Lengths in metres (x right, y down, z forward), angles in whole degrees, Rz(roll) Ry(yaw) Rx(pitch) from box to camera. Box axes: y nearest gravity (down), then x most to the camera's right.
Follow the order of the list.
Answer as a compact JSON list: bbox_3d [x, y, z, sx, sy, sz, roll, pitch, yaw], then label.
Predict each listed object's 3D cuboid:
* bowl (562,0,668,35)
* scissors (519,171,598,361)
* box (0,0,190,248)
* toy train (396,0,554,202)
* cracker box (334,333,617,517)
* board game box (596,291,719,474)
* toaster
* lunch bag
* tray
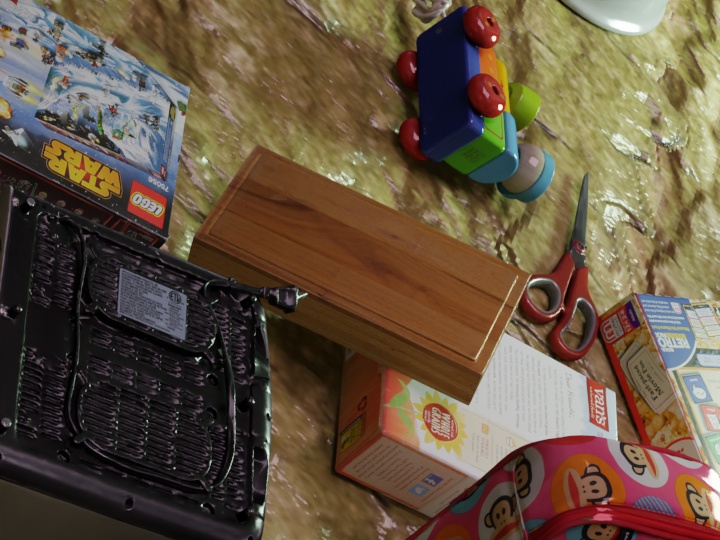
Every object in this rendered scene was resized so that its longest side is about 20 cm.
[{"bbox_3d":[0.228,-0.316,1.756,0.201,0.090,0.202,25,45,-28],"label":"bowl"},{"bbox_3d":[0.169,-0.004,1.511,0.073,0.014,0.200,42,38,-6],"label":"scissors"},{"bbox_3d":[-0.203,-0.101,1.205,0.200,0.040,0.137,29,42,-25],"label":"box"},{"bbox_3d":[0.093,-0.151,1.506,0.116,0.085,0.201,33,40,-35],"label":"toy train"},{"bbox_3d":[0.081,0.106,1.298,0.199,0.058,0.134,28,42,-23],"label":"cracker box"},{"bbox_3d":[0.274,0.117,1.486,0.151,0.046,0.201,6,56,-42],"label":"board game box"},{"bbox_3d":[-0.139,0.076,1.061,0.199,0.119,0.181,23,46,-29],"label":"toaster"},{"bbox_3d":[0.125,0.181,1.170,0.176,0.200,0.082,16,45,-34],"label":"lunch bag"},{"bbox_3d":[0.000,0.000,1.255,0.199,0.037,0.099,25,47,6],"label":"tray"}]
